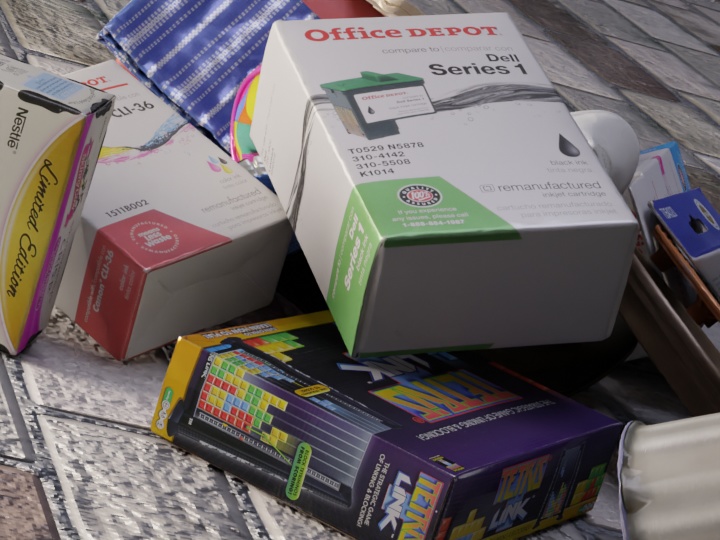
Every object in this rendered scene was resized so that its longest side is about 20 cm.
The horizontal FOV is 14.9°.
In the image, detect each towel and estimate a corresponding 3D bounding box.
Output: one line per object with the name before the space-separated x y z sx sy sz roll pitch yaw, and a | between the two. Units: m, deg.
towel | -0.052 -0.113 1.694 0.200 0.024 0.145 45 48 -3

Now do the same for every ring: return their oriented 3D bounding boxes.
ring | 0.232 0.057 1.643 0.200 0.019 0.200 51 6 -8

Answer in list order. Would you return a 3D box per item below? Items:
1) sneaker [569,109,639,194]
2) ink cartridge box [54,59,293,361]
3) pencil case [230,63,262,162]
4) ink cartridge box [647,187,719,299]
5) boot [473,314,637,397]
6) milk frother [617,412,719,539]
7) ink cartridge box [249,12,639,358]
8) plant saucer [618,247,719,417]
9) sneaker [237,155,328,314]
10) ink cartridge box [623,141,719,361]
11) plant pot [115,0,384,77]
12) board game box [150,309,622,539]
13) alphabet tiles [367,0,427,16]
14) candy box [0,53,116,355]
sneaker | 0.113 -0.043 1.588 0.088 0.075 0.200 -14 11 47
ink cartridge box | -0.146 -0.047 1.506 0.200 0.068 0.116 39 40 28
pencil case | 0.021 -0.069 1.648 0.200 0.088 0.088 12 16 -28
ink cartridge box | 0.272 0.020 1.744 0.200 0.043 0.196 54 15 5
boot | 0.120 0.029 1.593 0.200 0.097 0.075 -7 73 -45
milk frother | 0.229 0.159 1.235 0.188 0.181 0.200 -12 38 19
ink cartridge box | 0.039 -0.050 1.454 0.146 0.084 0.200 -4 40 -20
plant saucer | 0.195 0.062 1.554 0.200 0.029 0.200 52 8 -10
sneaker | 0.000 0.000 1.595 0.200 0.079 0.089 11 55 -33
ink cartridge box | 0.175 -0.009 1.770 0.068 0.115 0.200 -16 5 16
plant pot | -0.059 -0.125 1.819 0.177 0.200 0.200 29 15 1
board game box | 0.017 0.079 1.393 0.165 0.057 0.200 24 15 24
alphabet tiles | 0.069 -0.130 1.733 0.200 0.015 0.196 34 3 -31
candy box | -0.242 -0.056 1.409 0.200 0.136 0.061 19 16 5
